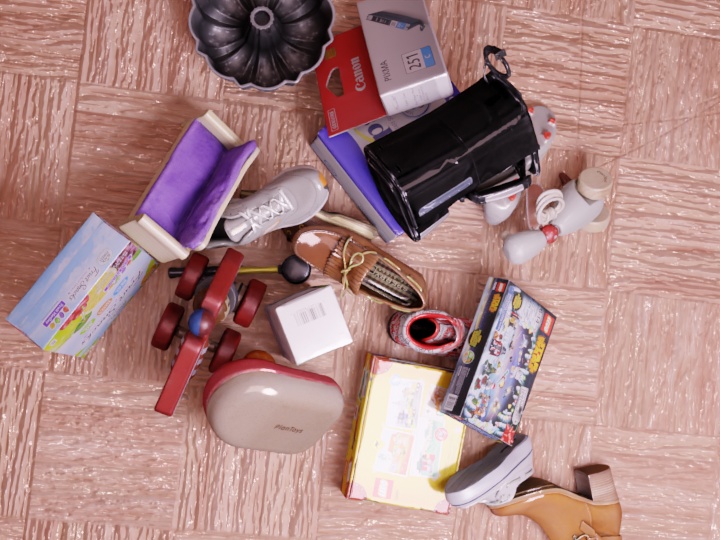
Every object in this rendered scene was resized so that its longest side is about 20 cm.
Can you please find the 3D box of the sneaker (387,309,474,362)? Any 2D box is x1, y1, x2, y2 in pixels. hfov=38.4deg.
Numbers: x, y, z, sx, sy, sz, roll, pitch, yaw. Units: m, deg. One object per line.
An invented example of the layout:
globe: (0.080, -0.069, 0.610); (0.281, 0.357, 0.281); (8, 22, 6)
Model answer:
sneaker: (0.142, 0.097, 1.453); (0.200, 0.108, 0.068); (12, 87, -9)

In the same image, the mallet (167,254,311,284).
mallet: (-0.166, 0.001, 1.448); (0.199, 0.066, 0.041); (-2, 88, 6)

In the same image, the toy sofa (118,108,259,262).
toy sofa: (-0.222, -0.114, 1.362); (0.083, 0.097, 0.201); (43, 55, -28)

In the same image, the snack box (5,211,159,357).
snack box: (-0.349, 0.024, 1.328); (0.068, 0.200, 0.169); (38, 84, 3)

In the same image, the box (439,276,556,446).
box: (0.195, 0.127, 1.435); (0.137, 0.040, 0.201); (33, 74, -44)

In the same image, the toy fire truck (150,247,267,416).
toy fire truck: (-0.206, 0.076, 1.354); (0.112, 0.168, 0.201); (25, 110, -8)

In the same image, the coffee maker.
coffee maker: (0.110, -0.160, 1.322); (0.199, 0.135, 0.193); (-31, 115, -8)

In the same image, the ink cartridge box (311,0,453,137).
ink cartridge box: (0.019, -0.287, 1.396); (0.175, 0.045, 0.201); (-18, 50, 8)

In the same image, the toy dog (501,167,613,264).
toy dog: (0.274, -0.089, 1.483); (0.199, 0.096, 0.132); (-13, 132, -37)

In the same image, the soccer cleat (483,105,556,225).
soccer cleat: (0.225, -0.155, 1.499); (0.069, 0.078, 0.200); (26, 64, 6)

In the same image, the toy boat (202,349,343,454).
toy boat: (-0.127, 0.162, 1.400); (0.200, 0.131, 0.131); (20, 119, -46)

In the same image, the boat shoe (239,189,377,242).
boat shoe: (-0.078, -0.061, 1.441); (0.199, 0.072, 0.068); (19, 93, -4)

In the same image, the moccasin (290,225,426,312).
moccasin: (-0.001, 0.001, 1.397); (0.201, 0.078, 0.074); (32, 106, -16)

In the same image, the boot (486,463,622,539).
boot: (0.286, 0.375, 1.488); (0.199, 0.074, 0.156); (-10, 94, -6)

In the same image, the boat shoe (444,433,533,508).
boat shoe: (0.190, 0.292, 1.430); (0.200, 0.073, 0.067); (-23, 95, -47)

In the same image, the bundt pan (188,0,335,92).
bundt pan: (-0.134, -0.337, 1.431); (0.201, 0.076, 0.203); (0, 84, -3)

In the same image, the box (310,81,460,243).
box: (0.063, -0.172, 1.450); (0.200, 0.105, 0.184); (-39, 94, -8)

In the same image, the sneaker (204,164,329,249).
sneaker: (-0.132, -0.071, 1.362); (0.199, 0.092, 0.076); (-24, 103, 27)

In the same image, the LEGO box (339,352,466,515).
LEGO box: (0.065, 0.229, 1.452); (0.148, 0.077, 0.201); (12, 87, -8)

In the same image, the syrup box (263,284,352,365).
syrup box: (-0.073, 0.070, 1.373); (0.078, 0.200, 0.082); (-22, 93, -9)
